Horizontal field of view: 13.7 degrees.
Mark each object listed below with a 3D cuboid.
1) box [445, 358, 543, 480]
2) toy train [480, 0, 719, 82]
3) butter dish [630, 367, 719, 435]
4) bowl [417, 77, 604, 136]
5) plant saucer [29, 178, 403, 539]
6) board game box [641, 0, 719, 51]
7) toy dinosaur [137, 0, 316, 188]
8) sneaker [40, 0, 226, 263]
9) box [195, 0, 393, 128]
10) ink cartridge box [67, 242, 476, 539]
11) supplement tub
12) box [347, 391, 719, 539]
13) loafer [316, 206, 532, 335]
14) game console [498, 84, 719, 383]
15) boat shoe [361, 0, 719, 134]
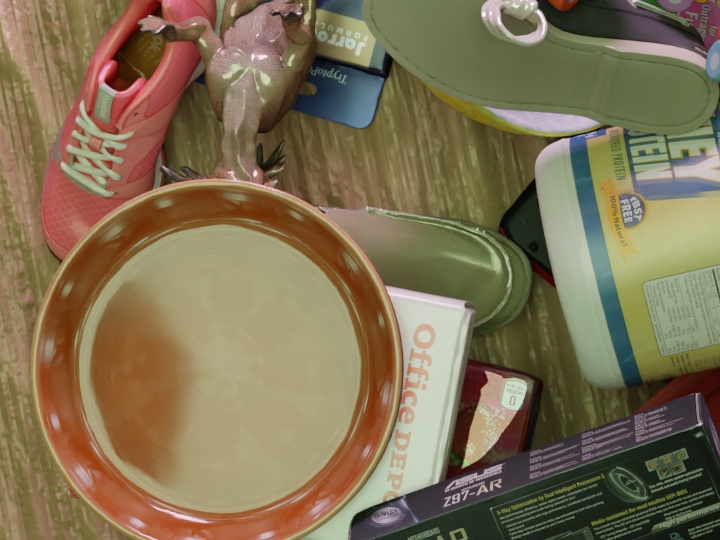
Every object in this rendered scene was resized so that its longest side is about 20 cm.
[{"bbox_3d":[-0.001,0.084,1.729,0.199,0.100,0.096,14,90,6],"label":"box"},{"bbox_3d":[0.159,-0.155,1.583,0.199,0.150,0.056,11,131,-20],"label":"toy train"},{"bbox_3d":[0.231,0.152,1.643,0.199,0.148,0.200,-38,95,-24],"label":"butter dish"},{"bbox_3d":[0.077,-0.172,1.716,0.200,0.108,0.201,2,86,-34],"label":"bowl"},{"bbox_3d":[-0.075,0.052,1.587,0.200,0.032,0.201,0,89,7],"label":"plant saucer"},{"bbox_3d":[0.240,-0.180,1.704,0.199,0.040,0.154,4,84,-17],"label":"board game box"},{"bbox_3d":[-0.060,-0.108,1.710,0.086,0.200,0.136,11,129,18],"label":"toy dinosaur"},{"bbox_3d":[-0.146,-0.092,1.748,0.074,0.087,0.201,28,104,12],"label":"sneaker"},{"bbox_3d":[-0.023,-0.195,1.779,0.121,0.032,0.201,16,90,7],"label":"box"},{"bbox_3d":[-0.045,0.071,1.642,0.199,0.084,0.145,11,90,7],"label":"ink cartridge box"},{"bbox_3d":[0.208,-0.022,1.661,0.199,0.145,0.145,-14,86,7],"label":"supplement tub"},{"bbox_3d":[0.114,0.172,1.567,0.199,0.044,0.161,-21,108,11],"label":"box"},{"bbox_3d":[0.000,0.000,1.746,0.199,0.068,0.076,7,95,9],"label":"loafer"},{"bbox_3d":[0.207,-0.042,1.751,0.177,0.031,0.200,40,92,10],"label":"game console"},{"bbox_3d":[0.097,-0.128,1.619,0.199,0.063,0.073,15,128,-7],"label":"boat shoe"}]
